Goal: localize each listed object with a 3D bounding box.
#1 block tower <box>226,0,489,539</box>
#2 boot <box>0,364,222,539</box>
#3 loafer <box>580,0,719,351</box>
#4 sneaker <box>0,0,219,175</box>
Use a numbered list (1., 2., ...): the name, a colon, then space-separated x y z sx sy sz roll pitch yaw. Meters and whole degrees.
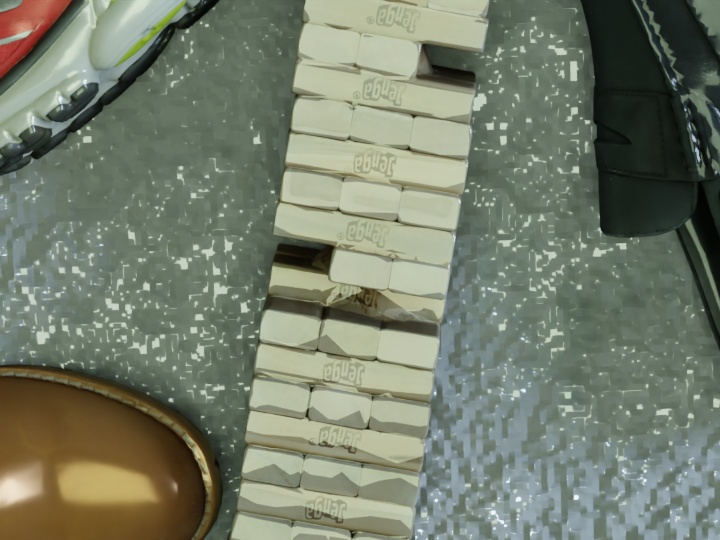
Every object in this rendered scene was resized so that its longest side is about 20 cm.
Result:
1. block tower: 0.000 0.000 0.816 0.057 0.054 0.201 10 100 0
2. boot: -0.142 0.071 0.779 0.199 0.155 0.077 9 99 0
3. loafer: 0.096 -0.035 0.800 0.070 0.068 0.201 -32 101 -3
4. sneaker: -0.065 -0.113 0.791 0.200 0.077 0.085 -41 91 7
